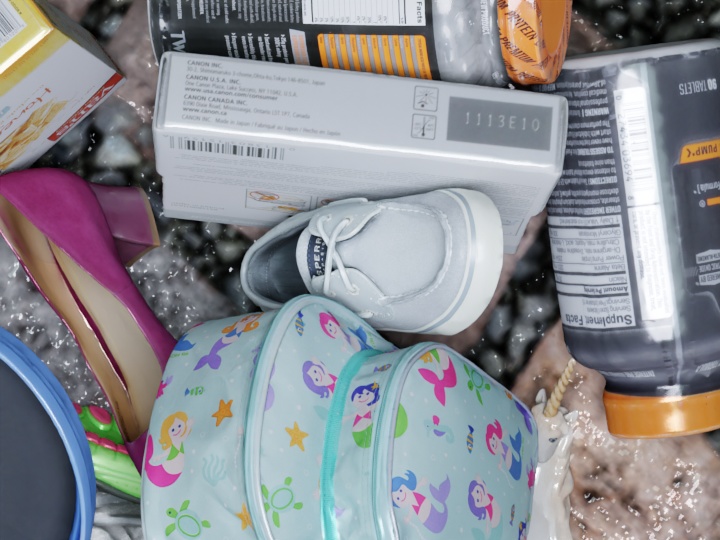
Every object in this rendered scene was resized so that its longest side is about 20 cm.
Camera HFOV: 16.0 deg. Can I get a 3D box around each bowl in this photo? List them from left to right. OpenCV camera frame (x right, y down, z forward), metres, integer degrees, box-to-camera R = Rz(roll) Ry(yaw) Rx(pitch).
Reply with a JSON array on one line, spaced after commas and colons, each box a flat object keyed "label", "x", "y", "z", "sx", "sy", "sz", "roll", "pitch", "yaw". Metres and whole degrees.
[{"label": "bowl", "x": -0.230, "y": 0.110, "z": 1.328, "sx": 0.199, "sy": 0.039, "sz": 0.202, "roll": 4, "pitch": 108, "yaw": 13}]

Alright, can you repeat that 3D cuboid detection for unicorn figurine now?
[{"label": "unicorn figurine", "x": 0.089, "y": 0.162, "z": 1.371, "sx": 0.137, "sy": 0.074, "sz": 0.201, "roll": -39, "pitch": 113, "yaw": -20}]

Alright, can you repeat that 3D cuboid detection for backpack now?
[{"label": "backpack", "x": -0.011, "y": 0.110, "z": 1.255, "sx": 0.200, "sy": 0.150, "sz": 0.179, "roll": 37, "pitch": 51, "yaw": -38}]

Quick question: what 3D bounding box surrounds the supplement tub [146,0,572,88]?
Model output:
[{"label": "supplement tub", "x": 0.001, "y": -0.144, "z": 1.293, "sx": 0.199, "sy": 0.122, "sz": 0.123, "roll": 3, "pitch": 95, "yaw": 15}]

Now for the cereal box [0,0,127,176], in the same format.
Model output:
[{"label": "cereal box", "x": -0.195, "y": -0.073, "z": 1.277, "sx": 0.144, "sy": 0.200, "sz": 0.040, "roll": -41, "pitch": 84, "yaw": 3}]

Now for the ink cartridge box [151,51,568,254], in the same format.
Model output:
[{"label": "ink cartridge box", "x": -0.004, "y": -0.057, "z": 1.306, "sx": 0.199, "sy": 0.174, "sz": 0.044, "roll": 6, "pitch": 78, "yaw": -2}]

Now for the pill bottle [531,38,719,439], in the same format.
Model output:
[{"label": "pill bottle", "x": 0.152, "y": -0.015, "z": 1.339, "sx": 0.105, "sy": 0.106, "sz": 0.201, "roll": -8, "pitch": 96, "yaw": -1}]

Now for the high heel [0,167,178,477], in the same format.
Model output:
[{"label": "high heel", "x": -0.135, "y": 0.041, "z": 1.312, "sx": 0.067, "sy": 0.096, "sz": 0.201, "roll": -43, "pitch": 57, "yaw": 39}]

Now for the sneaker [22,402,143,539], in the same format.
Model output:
[{"label": "sneaker", "x": -0.098, "y": 0.144, "z": 1.371, "sx": 0.199, "sy": 0.077, "sz": 0.084, "roll": 29, "pitch": 111, "yaw": -1}]

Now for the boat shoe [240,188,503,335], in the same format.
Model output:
[{"label": "boat shoe", "x": 0.000, "y": -0.001, "z": 1.287, "sx": 0.071, "sy": 0.200, "sz": 0.071, "roll": 3, "pitch": 83, "yaw": -27}]
